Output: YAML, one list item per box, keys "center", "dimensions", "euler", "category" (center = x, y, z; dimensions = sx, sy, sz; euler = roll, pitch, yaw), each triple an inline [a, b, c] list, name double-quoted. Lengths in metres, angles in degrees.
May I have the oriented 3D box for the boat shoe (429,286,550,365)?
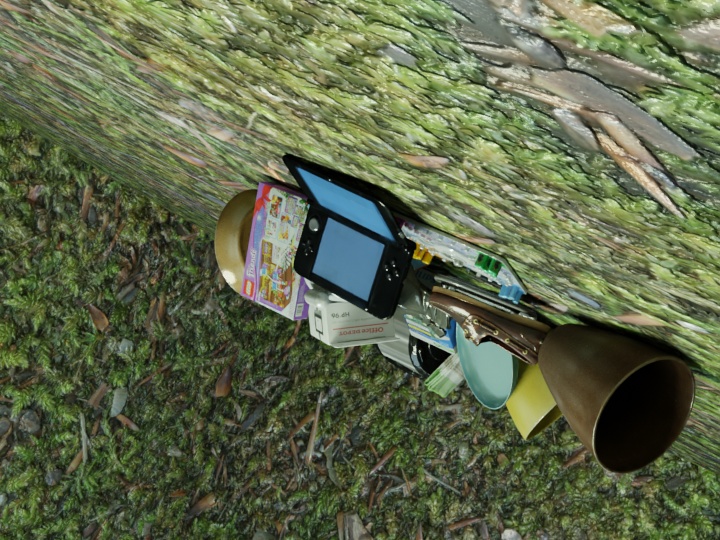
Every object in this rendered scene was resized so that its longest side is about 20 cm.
- center: [0.196, 0.086, 1.609]
  dimensions: [0.197, 0.071, 0.070]
  euler: [21, 177, 12]
  category: "boat shoe"

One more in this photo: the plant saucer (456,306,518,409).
- center: [0.224, 0.139, 1.788]
  dimensions: [0.027, 0.204, 0.200]
  euler: [-10, -171, -20]
  category: "plant saucer"

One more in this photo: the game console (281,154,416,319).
- center: [-0.033, -0.045, 1.435]
  dimensions: [0.199, 0.179, 0.116]
  euler: [27, -164, 35]
  category: "game console"

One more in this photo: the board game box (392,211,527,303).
- center: [0.137, -0.019, 1.506]
  dimensions: [0.198, 0.026, 0.200]
  euler: [25, 175, 23]
  category: "board game box"

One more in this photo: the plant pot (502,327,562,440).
- center: [0.320, 0.179, 1.814]
  dimensions: [0.142, 0.200, 0.200]
  euler: [49, -177, 19]
  category: "plant pot"

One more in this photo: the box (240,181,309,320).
- center: [-0.130, -0.035, 1.724]
  dimensions: [0.136, 0.203, 0.039]
  euler: [22, -163, 38]
  category: "box"

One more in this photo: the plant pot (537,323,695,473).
- center: [0.358, 0.164, 1.522]
  dimensions: [0.186, 0.188, 0.200]
  euler: [30, -172, -36]
  category: "plant pot"

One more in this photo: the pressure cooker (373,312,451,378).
- center: [0.120, 0.123, 2.193]
  dimensions: [0.199, 0.178, 0.177]
  euler: [20, 144, 50]
  category: "pressure cooker"

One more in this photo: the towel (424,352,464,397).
- center: [0.227, 0.184, 2.123]
  dimensions: [0.031, 0.200, 0.149]
  euler: [46, -176, 26]
  category: "towel"

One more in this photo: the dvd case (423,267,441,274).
- center: [0.189, 0.044, 1.899]
  dimensions: [0.198, 0.022, 0.146]
  euler: [26, 175, 19]
  category: "dvd case"

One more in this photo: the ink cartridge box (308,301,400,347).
- center: [-0.013, 0.078, 1.691]
  dimensions: [0.114, 0.069, 0.200]
  euler: [-7, -176, -14]
  category: "ink cartridge box"

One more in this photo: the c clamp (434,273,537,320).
- center: [0.203, 0.046, 1.656]
  dimensions: [0.197, 0.027, 0.171]
  euler: [22, 180, -9]
  category: "c clamp"

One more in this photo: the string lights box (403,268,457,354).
- center: [0.129, 0.070, 1.878]
  dimensions: [0.102, 0.059, 0.201]
  euler: [23, 159, 26]
  category: "string lights box"

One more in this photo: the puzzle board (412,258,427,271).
- center: [0.000, 0.000, 1.750]
  dimensions: [0.198, 0.018, 0.150]
  euler: [-25, 143, 30]
  category: "puzzle board"

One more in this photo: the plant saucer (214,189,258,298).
- center: [-0.179, -0.049, 1.887]
  dimensions: [0.035, 0.203, 0.199]
  euler: [-3, 156, 44]
  category: "plant saucer"

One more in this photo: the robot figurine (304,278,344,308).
- center: [-0.022, -0.008, 1.594]
  dimensions: [0.113, 0.170, 0.199]
  euler: [41, 165, -16]
  category: "robot figurine"

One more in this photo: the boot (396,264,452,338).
- center: [0.103, 0.035, 1.690]
  dimensions: [0.129, 0.068, 0.201]
  euler: [29, 160, 14]
  category: "boot"
